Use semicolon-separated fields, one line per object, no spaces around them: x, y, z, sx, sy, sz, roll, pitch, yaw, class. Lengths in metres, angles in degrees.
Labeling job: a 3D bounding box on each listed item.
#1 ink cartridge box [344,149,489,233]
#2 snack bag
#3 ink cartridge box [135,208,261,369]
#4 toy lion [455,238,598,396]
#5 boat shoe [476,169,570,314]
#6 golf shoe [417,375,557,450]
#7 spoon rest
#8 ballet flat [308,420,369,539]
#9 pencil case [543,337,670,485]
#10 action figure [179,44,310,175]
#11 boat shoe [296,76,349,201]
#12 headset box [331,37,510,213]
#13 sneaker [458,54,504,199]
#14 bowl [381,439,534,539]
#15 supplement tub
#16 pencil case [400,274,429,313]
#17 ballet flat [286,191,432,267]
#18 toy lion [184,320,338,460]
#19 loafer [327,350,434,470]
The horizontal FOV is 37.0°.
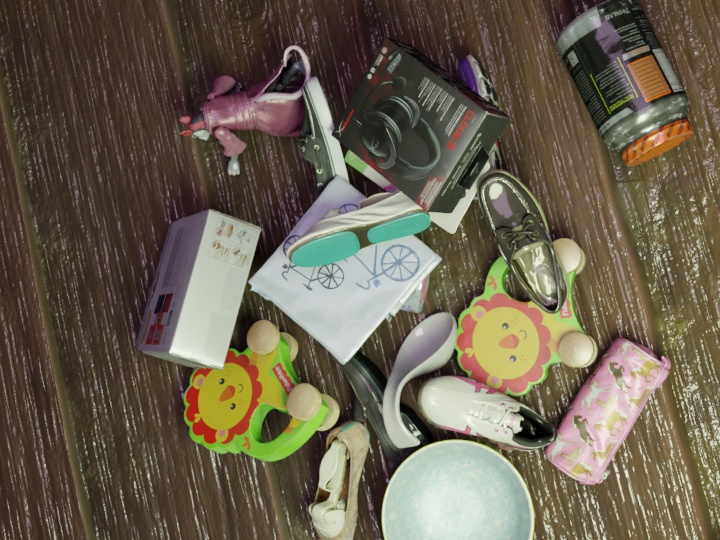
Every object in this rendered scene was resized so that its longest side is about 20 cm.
0.089;-0.148;1.461;0.200;0.067;0.118;38;112;24;ink cartridge box
-0.023;0.002;1.442;0.188;0.021;0.200;38;84;15;snack bag
-0.230;0.029;1.502;0.083;0.175;0.202;20;78;-26;ink cartridge box
0.218;0.068;1.464;0.190;0.069;0.202;-8;83;17;toy lion
0.213;-0.036;1.374;0.073;0.065;0.201;-30;99;12;boat shoe
0.166;0.182;1.395;0.199;0.092;0.073;21;74;-28;golf shoe
0.075;0.135;1.437;0.099;0.061;0.201;-20;39;44;spoon rest
-0.038;0.301;1.463;0.068;0.067;0.202;13;100;31;ballet flat
0.325;0.184;1.418;0.086;0.083;0.201;31;90;-4;pencil case
-0.159;-0.219;1.514;0.198;0.149;0.135;-16;86;-7;action figure
-0.056;-0.166;1.480;0.056;0.069;0.201;-16;122;-1;boat shoe
0.082;-0.179;1.379;0.200;0.077;0.149;42;112;25;headset box
0.149;-0.198;1.488;0.083;0.081;0.202;-5;84;17;sneaker
0.131;0.322;1.428;0.198;0.108;0.202;-1;85;10;bowl
0.353;-0.249;1.430;0.122;0.122;0.201;-25;81;7;supplement tub
0.000;0.000;1.492;0.198;0.083;0.091;11;100;10;pencil case
-0.005;-0.060;1.417;0.198;0.069;0.070;-18;82;0;ballet flat
-0.152;0.182;1.483;0.192;0.069;0.200;-43;53;7;toy lion
0.014;0.184;1.482;0.072;0.073;0.200;-41;78;9;loafer
